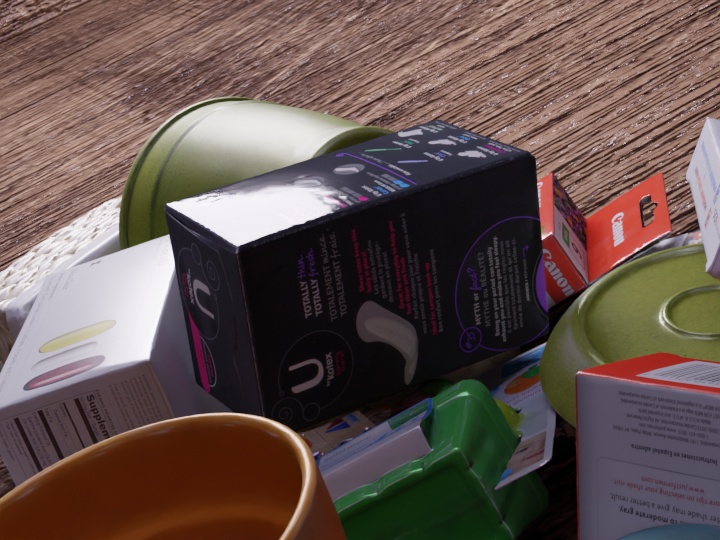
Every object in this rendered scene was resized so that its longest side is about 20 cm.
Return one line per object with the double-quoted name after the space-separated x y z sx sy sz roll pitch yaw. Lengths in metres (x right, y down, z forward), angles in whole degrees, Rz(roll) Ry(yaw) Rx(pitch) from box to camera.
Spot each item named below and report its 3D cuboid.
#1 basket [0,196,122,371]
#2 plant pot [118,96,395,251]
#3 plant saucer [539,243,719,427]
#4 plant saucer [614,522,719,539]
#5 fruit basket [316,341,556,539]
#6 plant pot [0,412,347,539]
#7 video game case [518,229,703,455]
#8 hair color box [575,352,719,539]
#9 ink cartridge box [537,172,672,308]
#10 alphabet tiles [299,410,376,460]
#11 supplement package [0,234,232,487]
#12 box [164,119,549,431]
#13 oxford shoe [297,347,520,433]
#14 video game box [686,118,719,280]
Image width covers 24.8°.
-0.199 0.035 1.284 0.123 0.136 0.200 -1 30 48 "basket"
-0.042 -0.032 1.166 0.200 0.201 0.192 -34 17 -28 "plant pot"
0.195 0.033 0.903 0.199 0.031 0.200 -9 28 5 "plant saucer"
0.114 0.193 0.590 0.027 0.202 0.199 7 -1 -42 "plant saucer"
0.030 0.107 0.943 0.185 0.094 0.200 -29 16 16 "fruit basket"
-0.080 0.196 0.743 0.199 0.184 0.200 -19 23 9 "plant pot"
0.207 0.033 1.023 0.180 0.036 0.200 -17 21 33 "video game case"
0.142 0.140 0.648 0.061 0.202 0.101 -7 9 -42 "hair color box"
0.119 -0.015 1.154 0.199 0.050 0.109 -32 19 19 "ink cartridge box"
-0.063 0.141 1.088 0.166 0.008 0.200 -27 24 -14 "alphabet tiles"
-0.142 0.092 1.053 0.110 0.157 0.200 -18 22 8 "supplement package"
0.000 0.000 0.975 0.199 0.123 0.106 -19 24 -26 "box"
0.028 0.070 1.057 0.199 0.074 0.071 -21 27 -25 "oxford shoe"
0.284 -0.017 0.899 0.199 0.047 0.182 16 23 1 "video game box"
